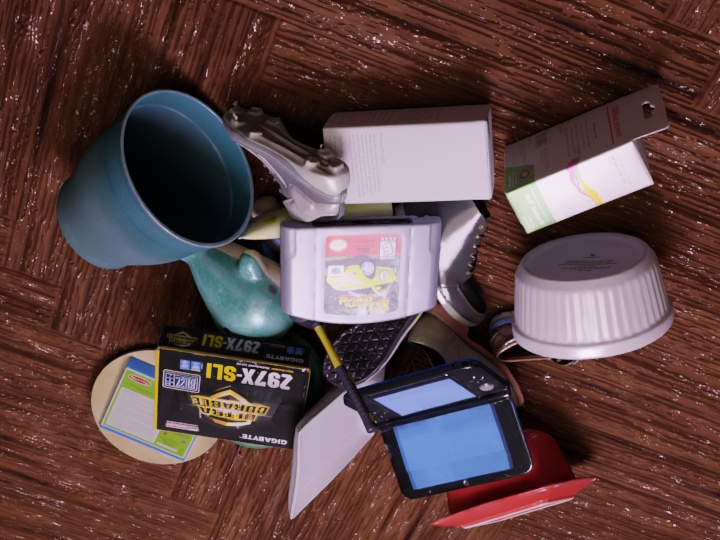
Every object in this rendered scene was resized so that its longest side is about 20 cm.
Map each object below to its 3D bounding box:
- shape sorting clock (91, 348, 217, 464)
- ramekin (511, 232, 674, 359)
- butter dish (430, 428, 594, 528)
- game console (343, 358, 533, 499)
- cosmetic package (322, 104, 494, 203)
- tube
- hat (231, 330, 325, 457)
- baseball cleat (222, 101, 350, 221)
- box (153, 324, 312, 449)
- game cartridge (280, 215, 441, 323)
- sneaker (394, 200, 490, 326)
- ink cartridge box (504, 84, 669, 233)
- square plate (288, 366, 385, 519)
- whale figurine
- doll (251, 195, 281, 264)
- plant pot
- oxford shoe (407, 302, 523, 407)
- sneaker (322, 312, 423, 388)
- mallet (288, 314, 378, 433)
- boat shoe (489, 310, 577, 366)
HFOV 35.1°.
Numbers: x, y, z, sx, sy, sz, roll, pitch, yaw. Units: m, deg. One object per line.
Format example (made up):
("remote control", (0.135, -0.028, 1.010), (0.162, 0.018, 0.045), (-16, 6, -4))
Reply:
("shape sorting clock", (-0.298, 0.201, 1.684), (0.199, 0.039, 0.201), (2, 120, 4))
("ramekin", (0.282, 0.024, 1.407), (0.202, 0.202, 0.095), (-7, 110, 11))
("butter dish", (0.204, 0.274, 1.618), (0.200, 0.199, 0.148), (-23, 74, 25))
("game console", (0.102, 0.212, 1.497), (0.199, 0.119, 0.171), (-18, 151, 24))
("cosmetic package", (0.060, -0.140, 1.376), (0.199, 0.074, 0.102), (-1, 115, 11))
("tube", (-0.060, -0.067, 1.427), (0.199, 0.052, 0.058), (-12, 154, -9))
("hat", (-0.145, 0.166, 1.656), (0.200, 0.176, 0.166), (-34, 92, 1))
("baseball cleat", (-0.097, -0.123, 1.376), (0.200, 0.070, 0.107), (34, 133, 32))
("box", (-0.169, 0.156, 1.500), (0.199, 0.049, 0.160), (9, 128, -2))
("game cartridge", (0.000, 0.000, 1.408), (0.199, 0.041, 0.134), (-3, 117, -9))
("sneaker", (0.136, -0.019, 1.461), (0.106, 0.075, 0.200), (-24, 117, 21))
("ink cartridge box", (0.273, -0.132, 1.341), (0.199, 0.117, 0.067), (-22, 120, 21))
("square plate", (-0.036, 0.220, 1.573), (0.028, 0.200, 0.199), (29, 138, 22))
("whale figurine", (-0.176, 0.022, 1.501), (0.200, 0.104, 0.159), (40, 148, -7))
("doll", (-0.065, -0.025, 1.498), (0.136, 0.049, 0.200), (-37, 107, 28))
("plant pot", (-0.267, -0.091, 1.400), (0.188, 0.200, 0.200), (-25, 119, 37))
("oxford shoe", (0.140, 0.133, 1.551), (0.200, 0.074, 0.071), (44, 159, -13))
("sneaker", (0.035, 0.080, 1.509), (0.200, 0.083, 0.072), (-46, 75, 4))
("mallet", (-0.034, 0.114, 1.436), (0.041, 0.200, 0.066), (-34, 152, 11))
("boat shoe", (0.272, 0.090, 1.515), (0.199, 0.073, 0.072), (-11, 132, 17))
